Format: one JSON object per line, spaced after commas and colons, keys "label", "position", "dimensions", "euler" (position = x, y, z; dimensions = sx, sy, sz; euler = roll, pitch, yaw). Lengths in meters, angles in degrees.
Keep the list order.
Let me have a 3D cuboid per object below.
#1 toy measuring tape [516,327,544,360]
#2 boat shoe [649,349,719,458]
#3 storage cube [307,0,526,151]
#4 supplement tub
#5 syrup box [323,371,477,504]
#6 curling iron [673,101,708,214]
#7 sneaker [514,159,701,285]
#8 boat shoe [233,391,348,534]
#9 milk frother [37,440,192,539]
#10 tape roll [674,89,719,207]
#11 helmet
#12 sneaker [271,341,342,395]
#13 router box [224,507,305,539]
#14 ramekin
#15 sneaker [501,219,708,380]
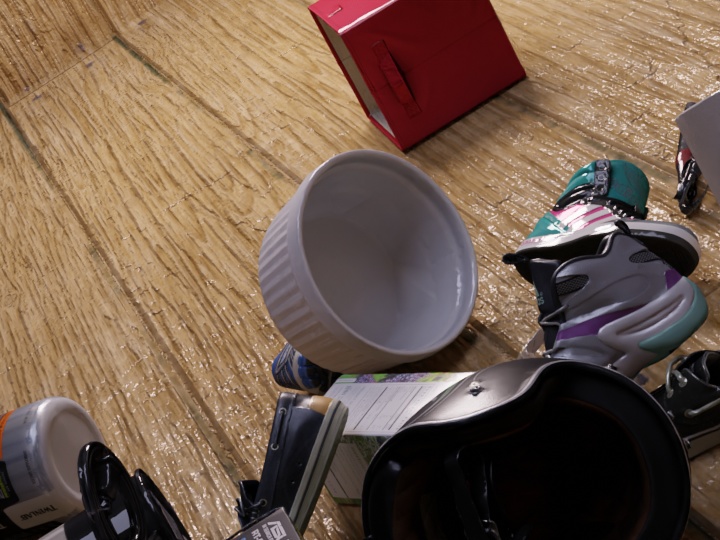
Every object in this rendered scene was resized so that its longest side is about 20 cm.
{"label": "toy measuring tape", "position": [0.190, 0.049, 1.382], "dimensions": [0.073, 0.074, 0.200], "euler": [-14, 15, 33]}
{"label": "boat shoe", "position": [0.255, 0.088, 1.257], "dimensions": [0.199, 0.064, 0.071], "euler": [-23, 25, 21]}
{"label": "storage cube", "position": [0.066, -0.280, 2.071], "dimensions": [0.179, 0.171, 0.200], "euler": [-31, 23, -2]}
{"label": "supplement tub", "position": [-0.356, 0.208, 1.676], "dimensions": [0.199, 0.123, 0.123], "euler": [-21, 25, 22]}
{"label": "syrup box", "position": [0.049, 0.137, 1.387], "dimensions": [0.199, 0.079, 0.081], "euler": [-6, 33, 45]}
{"label": "curling iron", "position": [0.316, -0.112, 1.618], "dimensions": [0.050, 0.025, 0.200], "euler": [-61, 4, 30]}
{"label": "sneaker", "position": [0.237, -0.045, 1.525], "dimensions": [0.199, 0.084, 0.121], "euler": [-3, 45, 49]}
{"label": "boat shoe", "position": [-0.071, 0.189, 1.355], "dimensions": [0.075, 0.062, 0.201], "euler": [28, -97, -85]}
{"label": "milk frother", "position": [-0.240, 0.242, 1.377], "dimensions": [0.188, 0.201, 0.181], "euler": [-33, 27, -4]}
{"label": "tape roll", "position": [0.363, -0.104, 1.324], "dimensions": [0.202, 0.140, 0.203], "euler": [-27, -3, -1]}
{"label": "helmet", "position": [0.118, 0.150, 1.147], "dimensions": [0.190, 0.201, 0.199], "euler": [-14, 8, -42]}
{"label": "sneaker", "position": [-0.025, 0.042, 1.670], "dimensions": [0.085, 0.077, 0.200], "euler": [-13, 29, 44]}
{"label": "router box", "position": [-0.014, 0.266, 1.077], "dimensions": [0.062, 0.150, 0.200], "euler": [-31, 34, -4]}
{"label": "ramekin", "position": [0.000, 0.000, 1.575], "dimensions": [0.105, 0.200, 0.200], "euler": [-32, 15, 50]}
{"label": "sneaker", "position": [0.147, 0.047, 1.281], "dimensions": [0.200, 0.140, 0.078], "euler": [-44, -2, -9]}
